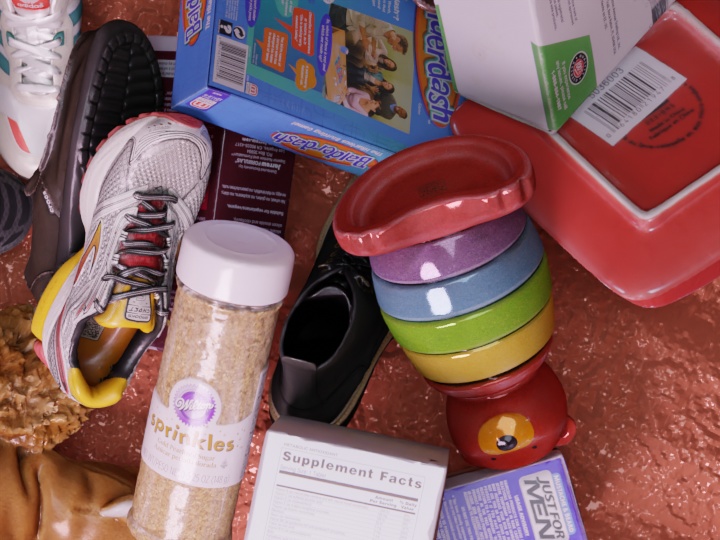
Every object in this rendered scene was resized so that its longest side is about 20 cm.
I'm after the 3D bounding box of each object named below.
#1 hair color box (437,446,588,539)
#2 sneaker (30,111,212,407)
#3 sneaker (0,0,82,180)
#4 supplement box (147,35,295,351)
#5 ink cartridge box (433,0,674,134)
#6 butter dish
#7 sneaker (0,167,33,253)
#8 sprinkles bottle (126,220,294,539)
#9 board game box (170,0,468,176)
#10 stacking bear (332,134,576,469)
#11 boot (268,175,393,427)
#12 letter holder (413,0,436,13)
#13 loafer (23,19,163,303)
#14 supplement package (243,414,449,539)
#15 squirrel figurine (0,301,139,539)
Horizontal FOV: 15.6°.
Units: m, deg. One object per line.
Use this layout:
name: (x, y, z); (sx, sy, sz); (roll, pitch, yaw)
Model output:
hair color box: (0.040, 0.168, 1.671); (0.199, 0.109, 0.065); (-15, 90, 2)
sneaker: (-0.135, -0.005, 1.596); (0.078, 0.082, 0.200); (8, 117, -27)
sneaker: (-0.213, -0.158, 1.688); (0.070, 0.093, 0.201); (3, 90, 3)
supplement box: (-0.097, -0.046, 1.672); (0.061, 0.109, 0.201); (8, 91, -37)
ink cartridge box: (0.134, -0.207, 1.594); (0.083, 0.147, 0.200); (24, 57, 33)
butter dish: (0.189, -0.056, 1.651); (0.200, 0.148, 0.199); (-34, 57, -15)
sneaker: (-0.264, -0.047, 1.642); (0.087, 0.200, 0.074); (-9, 76, 35)
sprinkles bottle: (-0.091, 0.072, 1.587); (0.068, 0.068, 0.201); (14, 111, 2)
board game box: (-0.018, -0.144, 1.629); (0.200, 0.045, 0.153); (19, 64, -31)
stacking bear: (0.070, 0.030, 1.583); (0.121, 0.114, 0.201); (-18, 114, 4)
boot: (0.000, 0.000, 1.637); (0.077, 0.138, 0.201); (15, 69, 5)
letter holder: (0.079, -0.273, 1.629); (0.142, 0.101, 0.200); (47, 60, 0)
loafer: (-0.182, -0.063, 1.666); (0.071, 0.073, 0.201); (19, 101, 36)
supplement package: (-0.018, 0.197, 1.564); (0.113, 0.110, 0.201); (12, 92, 2)
squirrel figurine: (-0.221, 0.122, 1.672); (0.186, 0.142, 0.201); (6, 93, -4)
